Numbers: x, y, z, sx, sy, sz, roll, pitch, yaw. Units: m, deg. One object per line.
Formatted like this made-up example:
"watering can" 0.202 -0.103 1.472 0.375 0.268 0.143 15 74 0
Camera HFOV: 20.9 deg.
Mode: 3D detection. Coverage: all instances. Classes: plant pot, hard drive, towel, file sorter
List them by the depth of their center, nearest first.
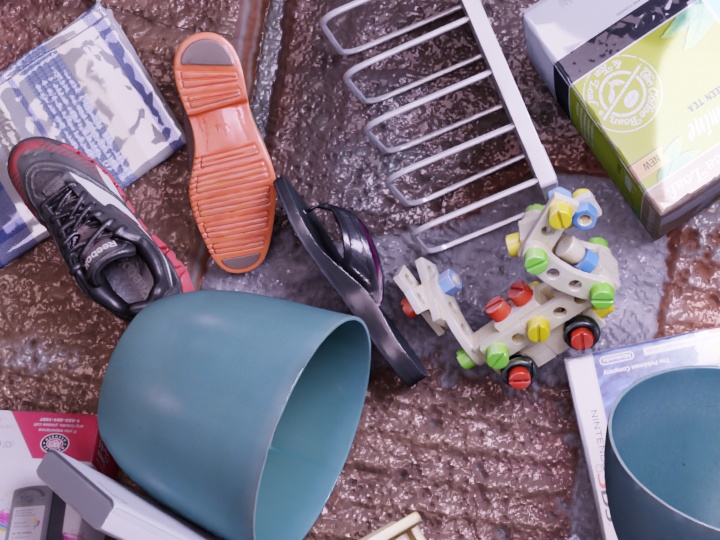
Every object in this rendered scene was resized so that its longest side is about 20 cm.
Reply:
"plant pot" 0.269 0.182 1.436 0.200 0.200 0.135 14 124 8
"hard drive" -0.140 0.204 1.486 0.200 0.132 0.027 32 86 -33
"plant pot" -0.106 0.105 1.521 0.161 0.201 0.201 20 85 18
"file sorter" 0.066 -0.126 1.556 0.124 0.139 0.200 -23 80 5
"towel" -0.260 -0.114 1.651 0.200 0.024 0.147 -34 82 3

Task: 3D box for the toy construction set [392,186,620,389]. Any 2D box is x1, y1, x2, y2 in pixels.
"toy construction set" 0.121 0.017 1.530 0.200 0.131 0.092 -25 34 37

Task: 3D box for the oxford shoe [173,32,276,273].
"oxford shoe" -0.110 -0.099 1.613 0.071 0.073 0.200 -8 100 -5

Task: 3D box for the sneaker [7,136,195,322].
"sneaker" -0.216 -0.032 1.583 0.071 0.098 0.200 -41 87 5

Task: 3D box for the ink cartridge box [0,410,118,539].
"ink cartridge box" -0.282 0.214 1.537 0.147 0.086 0.200 2 53 5

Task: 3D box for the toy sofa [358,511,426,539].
"toy sofa" 0.048 0.299 1.536 0.083 0.098 0.200 -27 79 -23

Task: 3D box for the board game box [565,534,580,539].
"board game box" 0.158 0.339 1.477 0.200 0.041 0.200 -38 84 -28

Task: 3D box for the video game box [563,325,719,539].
"video game box" 0.275 0.138 1.541 0.200 0.047 0.182 -13 83 5

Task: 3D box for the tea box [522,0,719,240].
"tea box" 0.262 -0.163 1.538 0.200 0.134 0.197 -34 80 1

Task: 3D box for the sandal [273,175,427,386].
"sandal" 0.000 0.000 1.580 0.048 0.075 0.200 -36 89 6

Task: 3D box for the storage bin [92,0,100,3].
"storage bin" -0.256 -0.370 1.650 0.198 0.094 0.200 33 88 11
